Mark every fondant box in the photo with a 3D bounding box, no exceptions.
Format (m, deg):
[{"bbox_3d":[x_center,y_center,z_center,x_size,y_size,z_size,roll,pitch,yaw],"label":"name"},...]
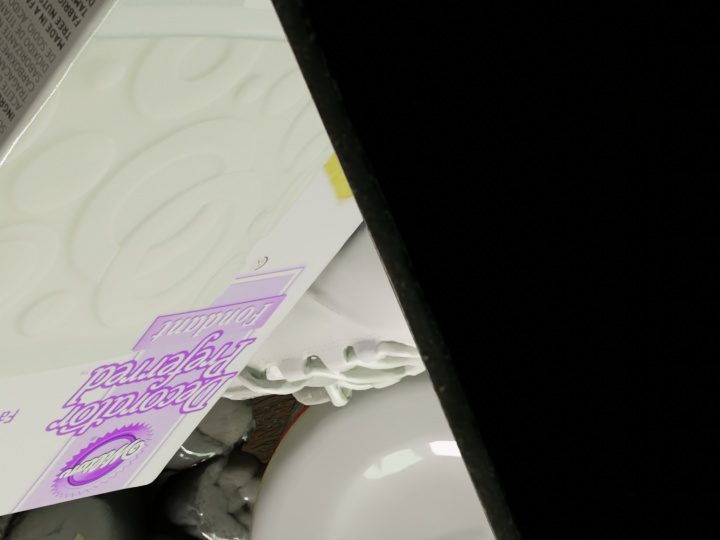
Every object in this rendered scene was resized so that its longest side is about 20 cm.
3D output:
[{"bbox_3d":[-0.060,-0.023,0.654,0.144,0.058,0.200,-8,146,-50],"label":"fondant box"}]

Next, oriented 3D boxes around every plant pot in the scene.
[{"bbox_3d":[0.101,-0.083,0.457,0.199,0.200,0.177,-23,-179,19],"label":"plant pot"}]

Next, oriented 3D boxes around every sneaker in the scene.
[{"bbox_3d":[0.000,0.000,0.749,0.075,0.087,0.200,14,-175,-41],"label":"sneaker"}]

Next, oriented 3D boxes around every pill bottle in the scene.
[{"bbox_3d":[0.033,0.067,0.935,0.120,0.120,0.200,-20,-173,8],"label":"pill bottle"}]

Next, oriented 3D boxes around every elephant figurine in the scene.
[{"bbox_3d":[-0.124,0.096,1.230,0.155,0.142,0.200,17,172,-23],"label":"elephant figurine"}]
